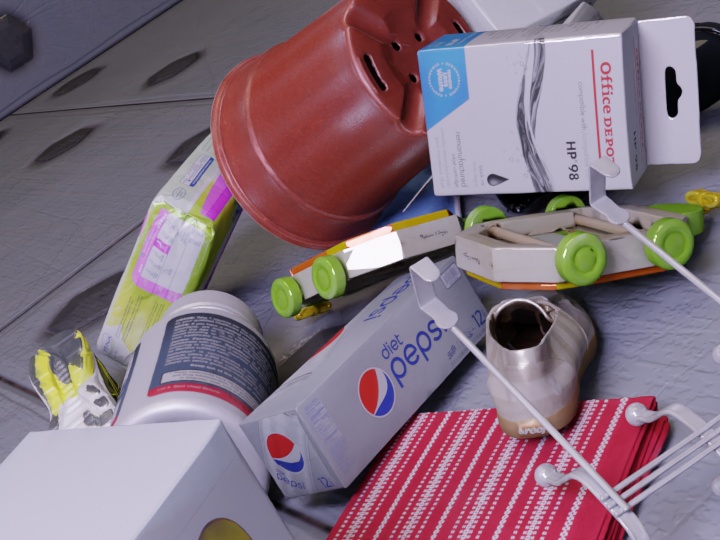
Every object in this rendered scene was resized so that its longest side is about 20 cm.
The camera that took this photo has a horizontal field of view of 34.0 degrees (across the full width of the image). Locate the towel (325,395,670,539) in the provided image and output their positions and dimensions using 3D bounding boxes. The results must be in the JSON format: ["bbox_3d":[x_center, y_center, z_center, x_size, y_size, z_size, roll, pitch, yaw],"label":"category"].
[{"bbox_3d":[0.078,0.135,0.712,0.198,0.023,0.145,-10,30,38],"label":"towel"}]

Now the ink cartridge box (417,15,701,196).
[{"bbox_3d":[0.150,-0.123,0.890,0.197,0.118,0.067,-1,19,25],"label":"ink cartridge box"}]

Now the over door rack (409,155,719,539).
[{"bbox_3d":[0.142,0.048,0.662,0.146,0.067,0.201,-29,60,-17],"label":"over door rack"}]

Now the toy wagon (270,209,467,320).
[{"bbox_3d":[0.000,0.000,0.971,0.154,0.040,0.199,-15,-5,-35],"label":"toy wagon"}]

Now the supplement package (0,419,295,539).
[{"bbox_3d":[-0.107,0.199,0.562,0.149,0.202,0.152,-9,30,38],"label":"supplement package"}]

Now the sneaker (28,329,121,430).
[{"bbox_3d":[-0.218,0.133,0.989,0.074,0.085,0.201,-33,44,6],"label":"sneaker"}]

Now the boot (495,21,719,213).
[{"bbox_3d":[0.219,-0.123,1.001,0.198,0.077,0.168,-20,20,37],"label":"boot"}]

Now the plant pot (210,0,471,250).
[{"bbox_3d":[-0.003,-0.148,1.047,0.195,0.201,0.201,-31,13,50],"label":"plant pot"}]

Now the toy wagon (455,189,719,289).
[{"bbox_3d":[0.171,-0.025,0.839,0.197,0.040,0.155,-9,13,-18],"label":"toy wagon"}]

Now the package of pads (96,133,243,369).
[{"bbox_3d":[-0.172,-0.013,1.120,0.201,0.067,0.155,-61,2,34],"label":"package of pads"}]

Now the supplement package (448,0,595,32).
[{"bbox_3d":[0.104,-0.246,1.148,0.150,0.153,0.200,-30,-14,-30],"label":"supplement package"}]

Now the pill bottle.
[{"bbox_3d":[-0.121,0.099,0.886,0.118,0.121,0.201,-24,24,10],"label":"pill bottle"}]

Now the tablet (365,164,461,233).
[{"bbox_3d":[0.038,-0.050,1.143,0.129,0.014,0.201,-24,23,13],"label":"tablet"}]

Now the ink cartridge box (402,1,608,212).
[{"bbox_3d":[0.133,-0.131,1.030,0.200,0.050,0.162,-50,1,32],"label":"ink cartridge box"}]

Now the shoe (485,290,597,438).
[{"bbox_3d":[0.118,0.044,0.779,0.069,0.054,0.200,-17,13,15],"label":"shoe"}]

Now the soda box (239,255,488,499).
[{"bbox_3d":[0.009,0.071,0.825,0.068,0.064,0.200,-22,15,47],"label":"soda box"}]
